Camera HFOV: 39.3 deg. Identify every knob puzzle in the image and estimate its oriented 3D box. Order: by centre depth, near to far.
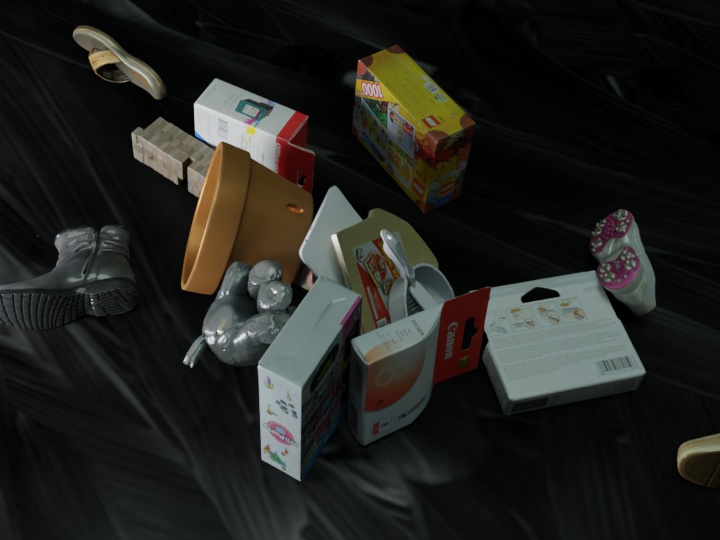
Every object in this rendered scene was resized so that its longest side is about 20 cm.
[{"bbox_3d":[0.041,0.016,1.347,0.030,0.220,0.221,-14,38,39],"label":"knob puzzle"}]

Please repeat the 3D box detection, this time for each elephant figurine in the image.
[{"bbox_3d":[-0.102,0.084,1.289,0.153,0.200,0.144,-4,63,24],"label":"elephant figurine"}]

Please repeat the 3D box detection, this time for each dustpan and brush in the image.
[{"bbox_3d":[0.068,0.027,1.303,0.057,0.201,0.141,-16,33,41],"label":"dustpan and brush"}]

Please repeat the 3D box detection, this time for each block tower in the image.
[{"bbox_3d":[-0.246,-0.154,1.495,0.198,0.054,0.058,31,54,17],"label":"block tower"}]

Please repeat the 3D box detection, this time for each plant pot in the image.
[{"bbox_3d":[-0.148,-0.055,1.352,0.138,0.201,0.202,16,49,-14],"label":"plant pot"}]

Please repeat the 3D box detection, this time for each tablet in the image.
[{"bbox_3d":[0.000,0.000,1.336,0.014,0.200,0.131,-15,38,39],"label":"tablet"}]

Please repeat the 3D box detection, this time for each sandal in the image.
[{"bbox_3d":[-0.393,-0.326,1.611,0.199,0.080,0.054,37,77,16],"label":"sandal"}]

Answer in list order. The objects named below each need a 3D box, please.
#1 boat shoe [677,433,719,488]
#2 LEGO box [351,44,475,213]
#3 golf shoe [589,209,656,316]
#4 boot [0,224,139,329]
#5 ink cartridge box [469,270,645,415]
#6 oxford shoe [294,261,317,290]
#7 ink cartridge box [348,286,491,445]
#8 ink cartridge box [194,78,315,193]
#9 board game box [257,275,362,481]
[{"bbox_3d":[0.487,0.225,1.274,0.196,0.075,0.067,0,38,-9],"label":"boat shoe"},{"bbox_3d":[0.075,-0.214,1.517,0.076,0.150,0.201,-25,58,-24],"label":"LEGO box"},{"bbox_3d":[0.381,-0.011,1.452,0.092,0.075,0.201,48,29,-22],"label":"golf shoe"},{"bbox_3d":[-0.400,0.003,1.352,0.197,0.070,0.133,-3,48,-23],"label":"boot"},{"bbox_3d":[0.258,0.094,1.362,0.196,0.044,0.175,-9,53,-13],"label":"ink cartridge box"},{"bbox_3d":[-0.010,-0.021,1.408,0.198,0.072,0.073,-17,15,-38],"label":"oxford shoe"},{"bbox_3d":[0.080,0.120,1.245,0.197,0.164,0.050,-18,48,-19],"label":"ink cartridge box"},{"bbox_3d":[-0.145,-0.188,1.493,0.197,0.117,0.068,24,52,12],"label":"ink cartridge box"},{"bbox_3d":[-0.058,0.130,1.195,0.064,0.202,0.148,24,53,16],"label":"board game box"}]
